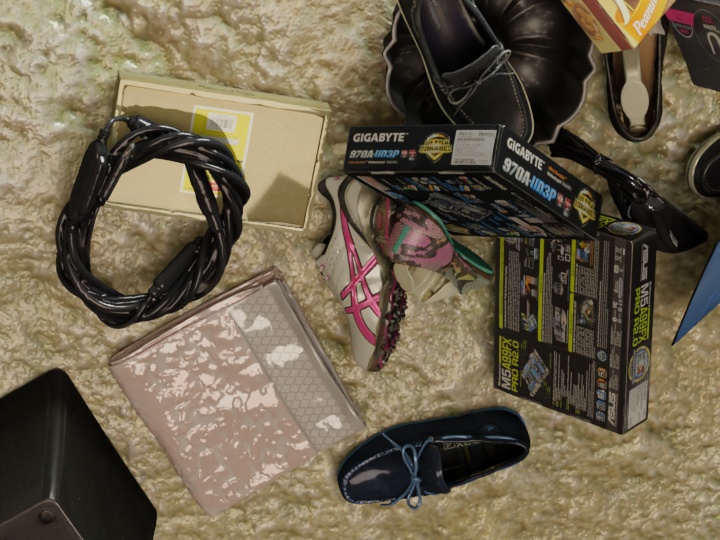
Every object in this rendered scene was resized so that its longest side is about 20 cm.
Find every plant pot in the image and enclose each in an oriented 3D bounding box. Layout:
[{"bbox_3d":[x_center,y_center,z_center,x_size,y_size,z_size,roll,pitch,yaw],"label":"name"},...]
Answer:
[{"bbox_3d":[-0.315,0.252,1.726,0.199,0.178,0.201,-28,116,2],"label":"plant pot"}]

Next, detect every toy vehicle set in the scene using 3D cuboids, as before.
[{"bbox_3d":[-0.135,-0.107,1.695,0.199,0.027,0.125,8,111,-14],"label":"toy vehicle set"}]

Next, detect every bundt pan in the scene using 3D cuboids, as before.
[{"bbox_3d":[0.111,-0.201,1.678,0.200,0.076,0.203,-4,112,-9],"label":"bundt pan"}]

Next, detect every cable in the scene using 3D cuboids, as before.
[{"bbox_3d":[-0.191,-0.039,1.677,0.162,0.051,0.201,14,107,-21],"label":"cable"}]

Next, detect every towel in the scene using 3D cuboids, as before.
[{"bbox_3d":[-0.117,0.122,1.792,0.190,0.032,0.201,-29,114,2],"label":"towel"}]

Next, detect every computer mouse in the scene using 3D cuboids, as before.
[{"bbox_3d":[0.246,-0.071,1.746,0.046,0.140,0.200,-55,149,5],"label":"computer mouse"}]

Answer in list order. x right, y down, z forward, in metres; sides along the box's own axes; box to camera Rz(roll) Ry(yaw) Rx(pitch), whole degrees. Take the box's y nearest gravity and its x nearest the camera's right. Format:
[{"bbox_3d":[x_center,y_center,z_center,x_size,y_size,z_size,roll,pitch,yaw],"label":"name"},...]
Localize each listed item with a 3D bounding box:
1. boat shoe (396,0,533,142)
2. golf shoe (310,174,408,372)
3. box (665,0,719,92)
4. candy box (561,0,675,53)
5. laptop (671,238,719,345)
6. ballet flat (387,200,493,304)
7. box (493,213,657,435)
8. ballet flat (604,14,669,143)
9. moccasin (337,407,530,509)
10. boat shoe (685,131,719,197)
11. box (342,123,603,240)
[{"bbox_3d":[0.094,-0.180,1.609,0.074,0.062,0.201,-31,116,1],"label":"boat shoe"},{"bbox_3d":[0.000,0.000,1.752,0.091,0.073,0.201,7,113,15],"label":"golf shoe"},{"bbox_3d":[0.392,-0.253,1.665,0.199,0.122,0.106,-34,116,-14],"label":"box"},{"bbox_3d":[0.254,-0.304,1.632,0.200,0.055,0.116,-48,110,-17],"label":"candy box"},{"bbox_3d":[0.419,-0.002,1.750,0.199,0.116,0.188,12,147,2],"label":"laptop"},{"bbox_3d":[0.066,-0.007,1.707,0.071,0.069,0.200,-53,157,0],"label":"ballet flat"},{"bbox_3d":[0.202,0.039,1.755,0.044,0.160,0.201,-23,121,-43],"label":"box"},{"bbox_3d":[0.256,-0.211,1.703,0.068,0.068,0.201,-6,113,10],"label":"ballet flat"},{"bbox_3d":[0.073,0.186,1.835,0.199,0.068,0.081,-22,115,-1],"label":"moccasin"},{"bbox_3d":[0.414,-0.111,1.776,0.199,0.062,0.075,-12,116,-5],"label":"boat shoe"},{"bbox_3d":[0.104,-0.077,1.644,0.200,0.158,0.046,27,71,-52],"label":"box"}]
